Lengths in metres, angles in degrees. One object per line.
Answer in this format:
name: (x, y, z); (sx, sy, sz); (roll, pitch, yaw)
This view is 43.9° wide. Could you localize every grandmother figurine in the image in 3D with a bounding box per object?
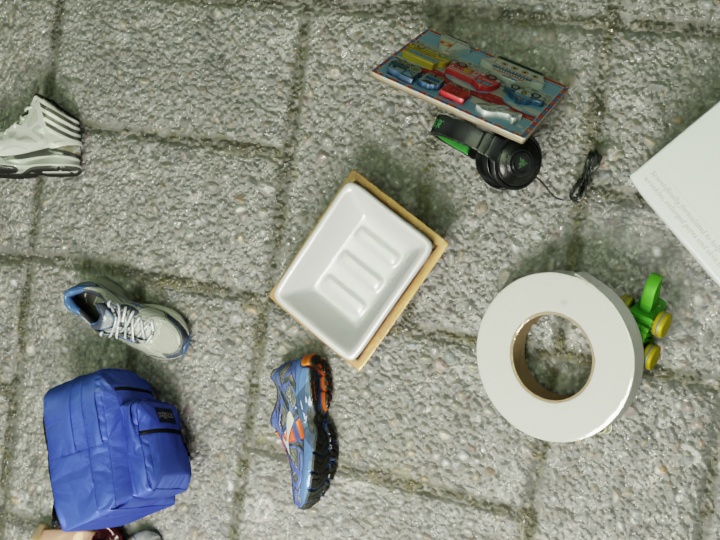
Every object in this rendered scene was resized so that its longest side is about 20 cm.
grandmother figurine: (-0.378, 0.399, 1.294); (0.198, 0.061, 0.122); (-2, 118, 16)

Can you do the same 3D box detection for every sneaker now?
sneaker: (-0.079, 0.213, 1.183); (0.078, 0.075, 0.202); (-6, 81, 28)
sneaker: (-0.500, -0.199, 1.321); (0.199, 0.076, 0.117); (1, 83, 11)
sneaker: (-0.333, 0.073, 1.253); (0.199, 0.085, 0.078); (22, 98, 17)

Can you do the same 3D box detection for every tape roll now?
tape roll: (0.232, 0.099, 1.055); (0.201, 0.037, 0.205); (3, 95, 36)

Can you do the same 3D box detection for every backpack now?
backpack: (-0.329, 0.233, 1.221); (0.167, 0.163, 0.201); (-23, 71, 9)

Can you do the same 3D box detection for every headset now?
headset: (0.182, -0.142, 1.058); (0.199, 0.124, 0.095); (28, 95, -2)

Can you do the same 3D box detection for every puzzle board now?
puzzle board: (0.133, -0.227, 1.060); (0.199, 0.151, 0.017); (28, 135, 16)

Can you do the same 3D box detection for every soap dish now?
soap dish: (0.000, 0.000, 1.138); (0.157, 0.081, 0.201); (38, 102, 14)

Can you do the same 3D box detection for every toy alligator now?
toy alligator: (0.320, 0.096, 1.047); (0.059, 0.054, 0.202); (25, 109, 33)

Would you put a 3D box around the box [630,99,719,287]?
box: (0.431, -0.088, 0.961); (0.200, 0.131, 0.199); (-40, 78, 15)
